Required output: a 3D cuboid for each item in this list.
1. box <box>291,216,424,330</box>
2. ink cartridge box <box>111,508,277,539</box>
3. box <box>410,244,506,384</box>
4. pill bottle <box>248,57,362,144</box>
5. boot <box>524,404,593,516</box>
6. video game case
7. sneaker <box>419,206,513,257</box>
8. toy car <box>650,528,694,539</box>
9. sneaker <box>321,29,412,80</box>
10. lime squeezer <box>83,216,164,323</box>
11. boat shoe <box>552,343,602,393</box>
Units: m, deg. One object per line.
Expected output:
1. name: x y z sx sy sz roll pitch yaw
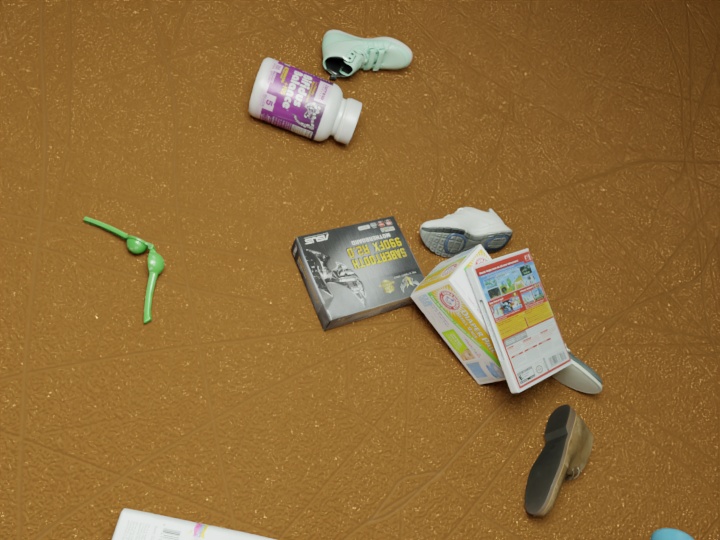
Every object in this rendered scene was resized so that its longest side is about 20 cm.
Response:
1. box: 0.000 0.000 0.998 0.198 0.048 0.159 -14 67 -27
2. ink cartridge box: -0.202 0.379 0.681 0.198 0.085 0.146 16 57 -10
3. box: 0.197 0.075 0.963 0.200 0.112 0.101 51 56 -6
4. pill bottle: -0.102 -0.314 1.101 0.198 0.112 0.113 18 56 -10
5. boot: 0.325 0.315 0.931 0.075 0.074 0.200 43 53 -5
6. video game case: 0.253 0.075 0.918 0.142 0.017 0.202 -15 83 -35
7. sneaker: 0.194 -0.079 1.115 0.198 0.075 0.088 -1 50 -29
8. toy car: 0.343 0.443 0.812 0.199 0.178 0.185 25 44 10
9. sneaker: 0.013 -0.443 1.241 0.198 0.074 0.119 8 52 -5
10. lime squeezer: -0.346 -0.018 0.893 0.070 0.038 0.201 -36 77 -1
11. boat shoe: 0.348 0.142 1.035 0.199 0.073 0.062 34 59 7
